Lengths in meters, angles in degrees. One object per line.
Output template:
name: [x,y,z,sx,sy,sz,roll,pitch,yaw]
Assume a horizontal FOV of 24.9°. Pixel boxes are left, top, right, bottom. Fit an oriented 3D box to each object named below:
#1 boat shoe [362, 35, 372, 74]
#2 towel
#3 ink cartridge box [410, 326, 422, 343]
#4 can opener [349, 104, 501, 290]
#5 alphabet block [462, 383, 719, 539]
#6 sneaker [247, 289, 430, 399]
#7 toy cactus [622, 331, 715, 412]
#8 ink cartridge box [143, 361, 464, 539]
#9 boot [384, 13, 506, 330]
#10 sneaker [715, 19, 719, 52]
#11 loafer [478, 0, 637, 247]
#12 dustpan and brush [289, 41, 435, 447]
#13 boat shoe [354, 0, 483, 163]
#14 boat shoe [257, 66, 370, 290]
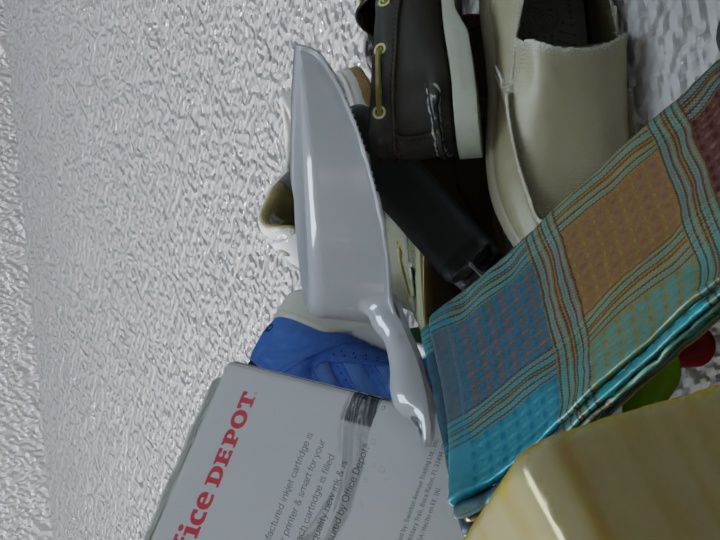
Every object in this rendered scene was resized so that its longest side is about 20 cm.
boat shoe: [0.027,-0.168,1.036,0.201,0.056,0.067,110,149,-48]
towel: [0.103,0.007,0.718,0.200,0.022,0.147,-45,26,23]
ink cartridge box: [0.026,0.163,1.035,0.147,0.083,0.202,97,160,-52]
can opener: [0.062,-0.019,0.884,0.200,0.067,0.053,44,-177,19]
alphabet block: [0.144,0.162,0.531,0.201,0.194,0.196,62,149,28]
sneaker: [0.012,0.092,0.941,0.198,0.112,0.077,22,155,26]
toy cactus: [0.107,0.130,0.717,0.102,0.164,0.203,19,109,39]
ink cartridge box: [0.001,0.146,0.818,0.084,0.198,0.147,66,-139,-55]
boot: [0.040,-0.061,1.006,0.155,0.071,0.203,-144,53,-68]
sneaker: [0.191,-0.079,0.590,0.201,0.070,0.100,-109,23,-50]
loafer: [0.101,-0.087,0.821,0.068,0.075,0.202,118,145,-65]
dustpan and brush: [0.000,0.000,0.831,0.140,0.056,0.202,95,169,-57]
boat shoe: [0.026,-0.140,0.880,0.072,0.060,0.203,76,-173,-50]
boat shoe: [-0.032,-0.035,1.015,0.071,0.068,0.202,-121,27,-47]
